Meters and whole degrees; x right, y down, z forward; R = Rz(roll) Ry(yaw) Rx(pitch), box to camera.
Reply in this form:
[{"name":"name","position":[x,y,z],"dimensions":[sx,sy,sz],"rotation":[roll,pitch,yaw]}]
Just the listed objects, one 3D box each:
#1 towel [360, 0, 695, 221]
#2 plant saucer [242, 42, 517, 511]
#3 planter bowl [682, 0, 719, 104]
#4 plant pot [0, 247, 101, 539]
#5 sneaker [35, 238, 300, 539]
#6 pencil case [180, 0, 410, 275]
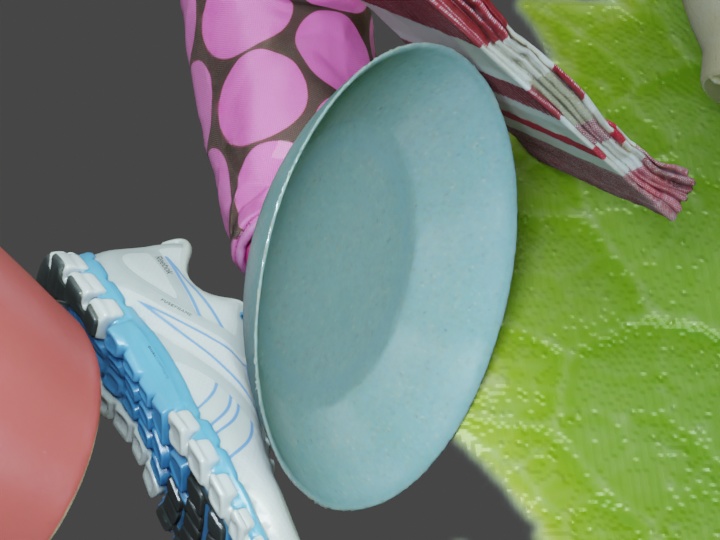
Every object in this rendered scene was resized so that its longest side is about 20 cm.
[{"name":"towel","position":[0.048,-0.100,1.305],"dimensions":[0.200,0.144,0.023],"rotation":[40,85,-27]},{"name":"plant saucer","position":[0.000,0.000,1.256],"dimensions":[0.039,0.201,0.201],"rotation":[13,51,31]},{"name":"planter bowl","position":[0.231,-0.135,1.387],"dimensions":[0.199,0.200,0.135],"rotation":[16,82,3]},{"name":"plant pot","position":[-0.213,0.043,1.166],"dimensions":[0.177,0.200,0.201],"rotation":[32,43,-38]},{"name":"sneaker","position":[-0.059,0.059,1.269],"dimensions":[0.086,0.075,0.200],"rotation":[-18,60,-27]},{"name":"pencil case","position":[-0.028,-0.088,1.369],"dimensions":[0.093,0.091,0.201],"rotation":[16,50,-35]}]
